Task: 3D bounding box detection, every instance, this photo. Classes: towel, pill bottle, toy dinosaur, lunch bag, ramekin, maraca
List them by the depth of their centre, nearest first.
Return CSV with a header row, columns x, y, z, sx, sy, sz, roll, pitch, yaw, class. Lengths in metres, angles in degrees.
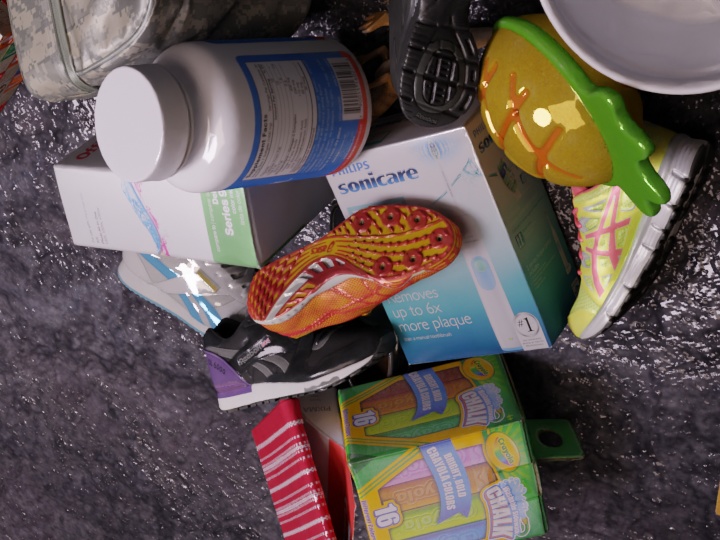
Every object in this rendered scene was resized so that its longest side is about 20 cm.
x,y,z,sx,sy,sz,roll,pitch,yaw,class
0.210,-0.227,0.897,0.198,0.105,0.202,4,116,9,ramekin
0.153,-0.112,0.980,0.200,0.107,0.137,48,175,49,maraca
-0.096,-0.117,1.037,0.112,0.199,0.113,11,106,44,pill bottle
-0.152,-0.215,1.083,0.167,0.199,0.141,-5,95,40,lunch bag
0.058,-0.176,1.096,0.199,0.061,0.106,-23,121,27,toy dinosaur
-0.051,0.220,1.264,0.145,0.022,0.201,133,121,-68,towel

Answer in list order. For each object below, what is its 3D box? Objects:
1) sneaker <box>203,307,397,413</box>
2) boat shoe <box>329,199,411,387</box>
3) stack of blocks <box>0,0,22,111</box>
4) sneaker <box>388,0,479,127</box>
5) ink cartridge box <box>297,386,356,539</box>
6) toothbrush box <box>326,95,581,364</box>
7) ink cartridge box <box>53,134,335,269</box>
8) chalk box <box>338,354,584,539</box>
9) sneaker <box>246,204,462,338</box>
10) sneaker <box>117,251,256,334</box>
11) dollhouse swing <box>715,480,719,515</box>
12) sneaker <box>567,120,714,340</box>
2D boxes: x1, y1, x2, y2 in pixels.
x,y,z,sx,sy,sz,roll,pitch,yaw,class
-0.064,0.063,1.211,0.199,0.076,0.088,-17,96,34,sneaker
0.006,0.025,1.237,0.071,0.068,0.201,7,121,29,boat shoe
-0.353,-0.197,1.276,0.059,0.115,0.200,45,132,-3,stack of blocks
0.053,-0.210,0.993,0.075,0.091,0.201,7,111,-20,sneaker
-0.039,0.200,1.290,0.050,0.201,0.162,-2,128,-5,ink cartridge box
0.079,-0.034,1.142,0.146,0.085,0.201,-9,113,36,toothbrush box
-0.142,-0.079,1.204,0.199,0.145,0.088,5,122,28,ink cartridge box
0.092,0.161,1.210,0.198,0.125,0.125,-15,115,0,chalk box
0.000,0.000,1.123,0.199,0.077,0.074,-19,64,31,sneaker
-0.140,0.007,1.307,0.199,0.077,0.081,24,124,12,sneaker
0.379,0.096,1.000,0.199,0.182,0.176,15,146,23,dollhouse swing
0.200,-0.035,1.083,0.090,0.078,0.201,32,124,18,sneaker
